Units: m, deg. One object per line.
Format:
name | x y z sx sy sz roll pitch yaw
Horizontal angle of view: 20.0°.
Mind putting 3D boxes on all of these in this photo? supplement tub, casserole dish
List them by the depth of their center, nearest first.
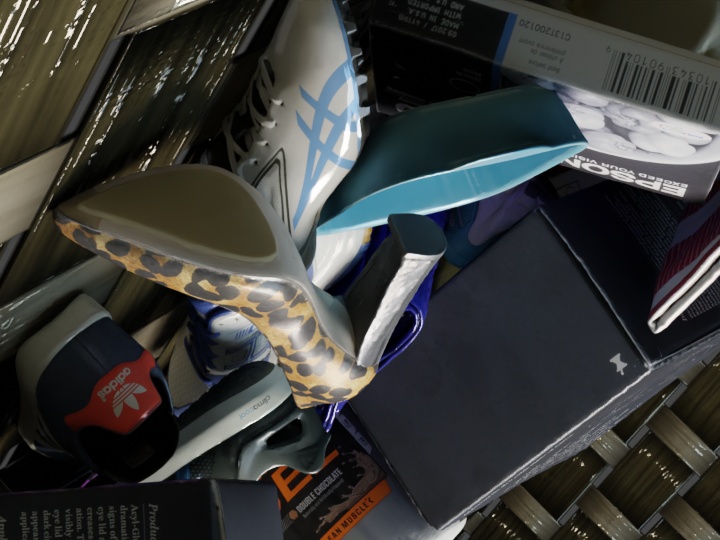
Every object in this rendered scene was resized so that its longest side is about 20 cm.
casserole dish | 0.040 -0.057 1.062 0.120 0.039 0.200 -13 175 -17
supplement tub | -0.036 0.128 1.332 0.122 0.200 0.123 -42 170 -9

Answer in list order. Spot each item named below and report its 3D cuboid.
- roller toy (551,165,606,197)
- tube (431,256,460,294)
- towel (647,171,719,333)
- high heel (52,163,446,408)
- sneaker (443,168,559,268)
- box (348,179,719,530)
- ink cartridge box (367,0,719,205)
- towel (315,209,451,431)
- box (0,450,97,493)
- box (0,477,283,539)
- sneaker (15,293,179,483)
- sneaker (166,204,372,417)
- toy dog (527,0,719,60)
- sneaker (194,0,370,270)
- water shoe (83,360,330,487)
roller toy | 0.184 -0.047 1.471 0.199 0.141 0.183 -9 163 -12
tube | 0.060 0.009 1.488 0.052 0.058 0.200 -28 -169 6
towel | 0.226 -0.065 1.197 0.144 0.023 0.200 -52 -174 40
high heel | -0.070 0.020 1.008 0.199 0.072 0.143 7 138 -25
sneaker | 0.076 -0.055 1.333 0.080 0.077 0.200 -47 -173 13
box | 0.127 0.043 1.293 0.200 0.124 0.196 -41 169 34
ink cartridge box | 0.103 -0.091 1.117 0.200 0.197 0.044 73 35 -78
towel | 0.000 0.000 1.260 0.148 0.049 0.201 -49 -164 36
box | -0.210 0.171 1.281 0.143 0.036 0.200 -31 162 -52
box | -0.148 0.166 1.064 0.199 0.105 0.148 -5 173 8
sneaker | -0.138 0.085 1.121 0.075 0.084 0.200 -43 169 -12
sneaker | -0.078 0.017 1.189 0.088 0.075 0.200 -8 141 -46
toy dog | 0.175 -0.143 1.227 0.140 0.193 0.200 -58 162 0
sneaker | -0.042 -0.064 1.015 0.072 0.072 0.201 -4 142 -20
water shoe | -0.107 0.137 1.176 0.200 0.079 0.072 -38 -171 11
